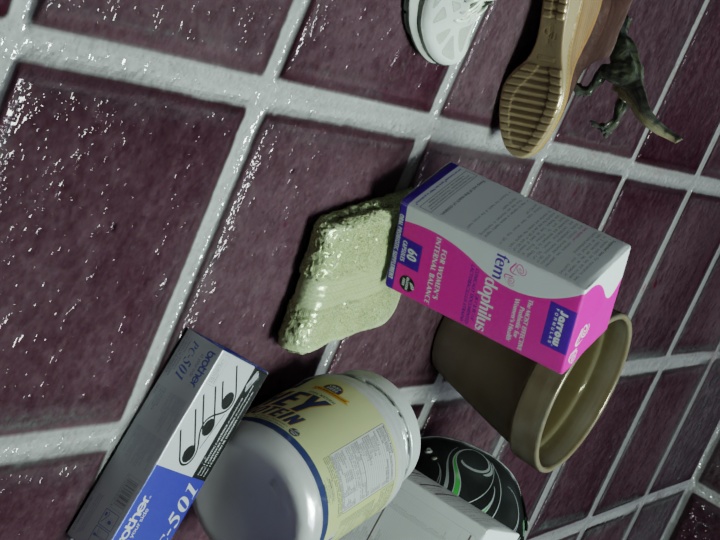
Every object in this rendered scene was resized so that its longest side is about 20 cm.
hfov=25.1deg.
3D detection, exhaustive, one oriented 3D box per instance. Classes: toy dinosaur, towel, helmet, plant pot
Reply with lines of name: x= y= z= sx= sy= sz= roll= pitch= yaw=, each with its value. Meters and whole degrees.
toy dinosaur: x=0.281 y=-0.199 z=1.765 sx=0.088 sy=0.201 sz=0.047 roll=-35 pitch=141 yaw=29
towel: x=0.000 y=0.000 z=1.540 sx=0.200 sy=0.036 sz=0.149 roll=-16 pitch=129 yaw=-57
helmet: x=0.088 y=0.311 z=1.874 sx=0.191 sy=0.199 sz=0.201 roll=-60 pitch=162 yaw=-45
plant pot: x=0.184 y=0.099 z=1.828 sx=0.200 sy=0.173 sz=0.201 roll=-42 pitch=149 yaw=-33

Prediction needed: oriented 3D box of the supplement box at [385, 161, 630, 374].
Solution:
supplement box: x=0.137 y=-0.005 z=1.521 sx=0.103 sy=0.199 sz=0.102 roll=-39 pitch=147 yaw=-48

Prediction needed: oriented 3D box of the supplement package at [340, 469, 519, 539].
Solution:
supplement package: x=0.047 y=0.274 z=1.721 sx=0.114 sy=0.200 sz=0.109 roll=-60 pitch=154 yaw=2

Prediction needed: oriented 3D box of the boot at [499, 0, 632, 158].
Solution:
boot: x=0.225 y=-0.217 z=1.693 sx=0.166 sy=0.072 sz=0.201 roll=-15 pitch=125 yaw=-55

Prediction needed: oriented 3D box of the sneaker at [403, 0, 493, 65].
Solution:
sneaker: x=0.103 y=-0.240 z=1.389 sx=0.076 sy=0.115 sz=0.201 roll=-45 pitch=151 yaw=-31

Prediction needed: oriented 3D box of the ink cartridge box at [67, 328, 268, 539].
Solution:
ink cartridge box: x=-0.163 y=0.155 z=1.384 sx=0.201 sy=0.044 sz=0.094 roll=-60 pitch=153 yaw=-3

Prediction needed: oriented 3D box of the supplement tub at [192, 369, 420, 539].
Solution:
supplement tub: x=-0.047 y=0.181 z=1.511 sx=0.200 sy=0.145 sz=0.146 roll=-25 pitch=138 yaw=-52
